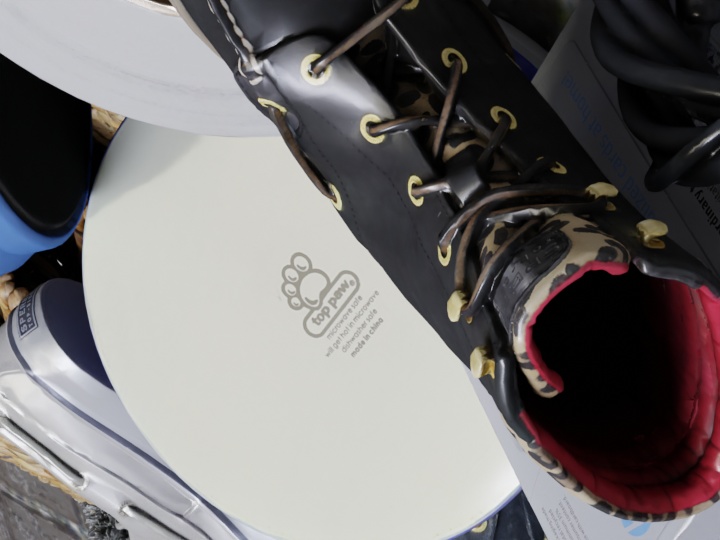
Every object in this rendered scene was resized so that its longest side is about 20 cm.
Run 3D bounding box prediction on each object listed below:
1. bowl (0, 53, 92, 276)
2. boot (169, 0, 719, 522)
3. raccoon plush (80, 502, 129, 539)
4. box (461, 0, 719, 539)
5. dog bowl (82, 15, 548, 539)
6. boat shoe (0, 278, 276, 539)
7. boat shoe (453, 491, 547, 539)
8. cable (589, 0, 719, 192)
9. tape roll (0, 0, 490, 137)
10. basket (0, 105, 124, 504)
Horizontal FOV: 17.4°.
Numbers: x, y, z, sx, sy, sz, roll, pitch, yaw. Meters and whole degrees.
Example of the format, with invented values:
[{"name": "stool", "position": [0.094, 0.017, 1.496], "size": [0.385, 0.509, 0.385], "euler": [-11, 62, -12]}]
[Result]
[{"name": "bowl", "position": [-0.140, -0.097, 0.812], "size": [0.039, 0.201, 0.202], "euler": [-12, 120, 9]}, {"name": "boot", "position": [0.023, -0.031, 0.607], "size": [0.200, 0.073, 0.151], "euler": [58, 176, -39]}, {"name": "raccoon plush", "position": [-0.120, 0.077, 1.169], "size": [0.199, 0.096, 0.135], "euler": [6, 118, 49]}, {"name": "box", "position": [0.099, -0.017, 0.682], "size": [0.201, 0.041, 0.156], "euler": [-58, 41, 33]}, {"name": "dog bowl", "position": [0.000, 0.000, 0.870], "size": [0.199, 0.079, 0.202], "euler": [7, 110, 21]}, {"name": "boat shoe", "position": [-0.072, 0.086, 0.948], "size": [0.200, 0.072, 0.066], "euler": [37, 117, -26]}, {"name": "boat shoe", "position": [0.047, 0.082, 0.955], "size": [0.071, 0.091, 0.201], "euler": [2, 122, 50]}, {"name": "cable", "position": [0.118, -0.111, 0.598], "size": [0.051, 0.201, 0.163], "euler": [24, -168, -45]}, {"name": "tape roll", "position": [-0.038, -0.160, 0.716], "size": [0.201, 0.140, 0.204], "euler": [9, 134, 10]}, {"name": "basket", "position": [-0.142, -0.007, 1.027], "size": [0.200, 0.143, 0.149], "euler": [42, 164, 20]}]
